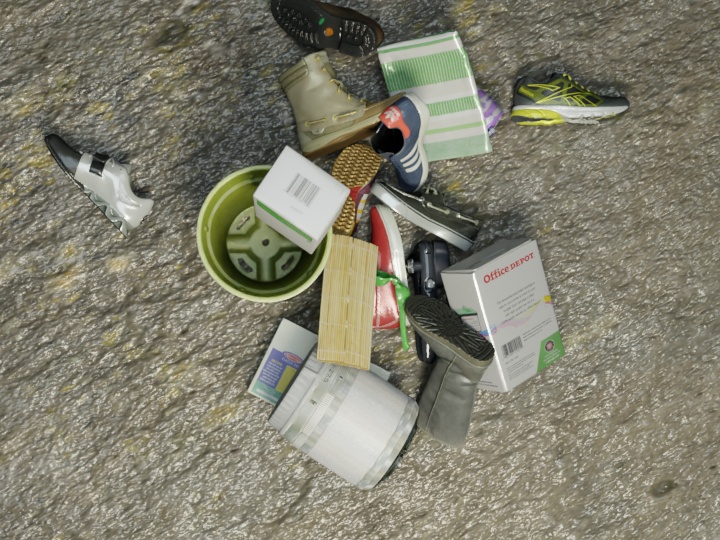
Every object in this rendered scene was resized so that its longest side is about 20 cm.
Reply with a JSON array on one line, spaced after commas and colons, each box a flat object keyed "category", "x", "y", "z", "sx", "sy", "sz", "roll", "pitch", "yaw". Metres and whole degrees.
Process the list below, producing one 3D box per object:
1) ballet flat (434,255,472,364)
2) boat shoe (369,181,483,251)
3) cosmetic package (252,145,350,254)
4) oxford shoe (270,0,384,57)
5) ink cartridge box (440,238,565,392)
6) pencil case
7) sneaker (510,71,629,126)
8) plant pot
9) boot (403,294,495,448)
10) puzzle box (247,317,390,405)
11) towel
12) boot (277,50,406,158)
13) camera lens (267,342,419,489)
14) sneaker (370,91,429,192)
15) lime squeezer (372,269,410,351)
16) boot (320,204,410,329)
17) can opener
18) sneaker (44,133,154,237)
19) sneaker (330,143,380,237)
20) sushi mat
[{"category": "ballet flat", "x": 0.177, "y": 0.078, "z": 1.709, "sx": 0.070, "sy": 0.071, "sz": 0.202, "roll": 15, "pitch": 87, "yaw": -4}, {"category": "boat shoe", "x": 0.107, "y": -0.103, "z": 1.689, "sx": 0.199, "sy": 0.071, "sz": 0.064, "roll": 27, "pitch": 99, "yaw": -22}, {"category": "cosmetic package", "x": -0.082, "y": -0.093, "z": 1.440, "sx": 0.107, "sy": 0.200, "sz": 0.085, "roll": 34, "pitch": 83, "yaw": 0}, {"category": "oxford shoe", "x": -0.053, "y": -0.401, "z": 1.713, "sx": 0.199, "sy": 0.084, "sz": 0.073, "roll": 26, "pitch": 121, "yaw": 13}, {"category": "ink cartridge box", "x": 0.225, "y": 0.067, "z": 1.651, "sx": 0.144, "sy": 0.084, "sz": 0.202, "roll": -26, "pitch": 106, "yaw": -33}, {"category": "pencil case", "x": 0.143, "y": -0.289, "z": 1.716, "sx": 0.200, "sy": 0.084, "sz": 0.086, "roll": 45, "pitch": 108, "yaw": 0}, {"category": "sneaker", "x": 0.346, "y": -0.286, "z": 1.732, "sx": 0.198, "sy": 0.074, "sz": 0.086, "roll": -2, "pitch": 87, "yaw": -5}, {"category": "plant pot", "x": -0.148, "y": -0.049, "z": 1.624, "sx": 0.198, "sy": 0.184, "sz": 0.203, "roll": 0, "pitch": 87, "yaw": -5}, {"category": "boot", "x": 0.120, "y": 0.160, "z": 1.655, "sx": 0.072, "sy": 0.201, "sz": 0.182, "roll": -28, "pitch": 58, "yaw": -34}, {"category": "puzzle box", "x": -0.067, "y": 0.179, "z": 1.698, "sx": 0.199, "sy": 0.025, "sz": 0.134, "roll": 28, "pitch": 86, "yaw": -3}, {"category": "towel", "x": 0.115, "y": -0.272, "z": 1.674, "sx": 0.151, "sy": 0.023, "sz": 0.202, "roll": -7, "pitch": 110, "yaw": 28}, {"category": "boot", "x": -0.026, "y": -0.285, "z": 1.685, "sx": 0.199, "sy": 0.073, "sz": 0.157, "roll": -22, "pitch": 82, "yaw": 18}, {"category": "camera lens", "x": -0.022, "y": 0.224, "z": 1.607, "sx": 0.199, "sy": 0.160, "sz": 0.161, "roll": 33, "pitch": 85, "yaw": -2}, {"category": "sneaker", "x": 0.056, "y": -0.188, "z": 1.649, "sx": 0.084, "sy": 0.201, "sz": 0.075, "roll": -31, "pitch": 56, "yaw": -20}, {"category": "lime squeezer", "x": 0.033, "y": 0.030, "z": 1.656, "sx": 0.070, "sy": 0.038, "sz": 0.200, "roll": -35, "pitch": 102, "yaw": 33}, {"category": "boot", "x": 0.000, "y": 0.000, "z": 1.693, "sx": 0.143, "sy": 0.072, "sz": 0.202, "roll": -9, "pitch": 91, "yaw": -4}, {"category": "can opener", "x": 0.109, "y": 0.050, "z": 1.700, "sx": 0.078, "sy": 0.063, "sz": 0.202, "roll": 2, "pitch": 86, "yaw": -5}, {"category": "sneaker", "x": -0.410, "y": -0.154, "z": 1.668, "sx": 0.089, "sy": 0.074, "sz": 0.200, "roll": -45, "pitch": 101, "yaw": -5}, {"category": "sneaker", "x": -0.026, "y": -0.113, "z": 1.698, "sx": 0.074, "sy": 0.090, "sz": 0.201, "roll": 22, "pitch": 59, "yaw": 4}, {"category": "sushi mat", "x": -0.019, "y": 0.046, "z": 1.584, "sx": 0.095, "sy": 0.012, "sz": 0.202, "roll": 15, "pitch": 68, "yaw": -28}]
